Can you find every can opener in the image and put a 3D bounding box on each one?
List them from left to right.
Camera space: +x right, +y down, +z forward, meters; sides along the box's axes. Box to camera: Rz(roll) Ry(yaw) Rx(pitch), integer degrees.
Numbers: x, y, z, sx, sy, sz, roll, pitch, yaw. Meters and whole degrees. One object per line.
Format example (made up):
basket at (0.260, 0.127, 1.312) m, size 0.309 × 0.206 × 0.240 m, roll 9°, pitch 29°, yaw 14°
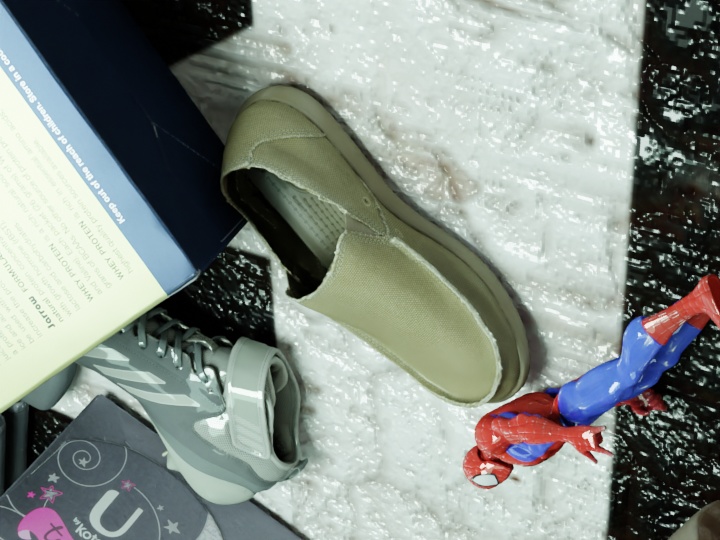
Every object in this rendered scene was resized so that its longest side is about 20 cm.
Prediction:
can opener at (-0.222, 0.098, 1.106) m, size 0.066 × 0.053 × 0.201 m, roll 29°, pitch 133°, yaw 12°

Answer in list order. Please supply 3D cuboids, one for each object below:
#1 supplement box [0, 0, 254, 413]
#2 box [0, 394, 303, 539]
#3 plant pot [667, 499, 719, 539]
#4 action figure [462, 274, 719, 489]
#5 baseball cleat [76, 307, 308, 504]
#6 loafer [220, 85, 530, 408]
supplement box at (-0.194, -0.043, 0.870) m, size 0.199 × 0.134 × 0.201 m, roll -34°, pitch 98°, yaw 18°
box at (-0.127, 0.197, 1.057) m, size 0.199 × 0.132 × 0.115 m, roll 34°, pitch 136°, yaw 7°
plant pot at (0.177, 0.214, 0.846) m, size 0.199 × 0.200 × 0.175 m, roll 29°, pitch 118°, yaw 12°
action figure at (0.115, 0.061, 0.845) m, size 0.200 × 0.065 × 0.052 m, roll -35°, pitch 83°, yaw 43°
baseball cleat at (-0.103, 0.042, 0.985) m, size 0.106 × 0.070 × 0.200 m, roll -26°, pitch 114°, yaw 35°
loafer at (0.000, 0.000, 0.874) m, size 0.200 × 0.067 × 0.076 m, roll 44°, pitch 135°, yaw -2°
